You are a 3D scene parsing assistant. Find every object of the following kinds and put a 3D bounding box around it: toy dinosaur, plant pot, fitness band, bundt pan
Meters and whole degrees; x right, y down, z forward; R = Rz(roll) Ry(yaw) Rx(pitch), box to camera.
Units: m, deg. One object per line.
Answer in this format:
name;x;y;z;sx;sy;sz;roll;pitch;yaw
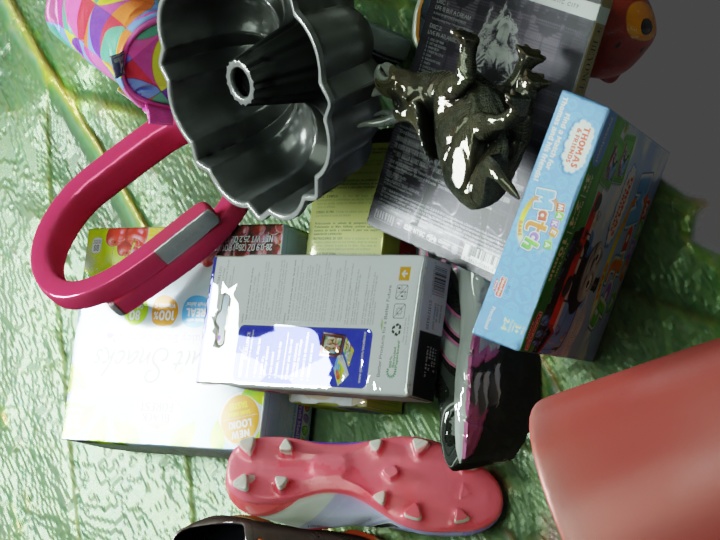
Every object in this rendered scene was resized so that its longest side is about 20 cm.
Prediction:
toy dinosaur;0.077;-0.085;1.251;0.201;0.076;0.103;59;136;47
plant pot;0.222;0.126;1.166;0.176;0.200;0.202;-30;63;17
fitness band;-0.162;-0.046;1.501;0.199;0.037;0.144;-35;41;8
bundt pan;-0.056;-0.142;1.392;0.201;0.075;0.204;30;131;41

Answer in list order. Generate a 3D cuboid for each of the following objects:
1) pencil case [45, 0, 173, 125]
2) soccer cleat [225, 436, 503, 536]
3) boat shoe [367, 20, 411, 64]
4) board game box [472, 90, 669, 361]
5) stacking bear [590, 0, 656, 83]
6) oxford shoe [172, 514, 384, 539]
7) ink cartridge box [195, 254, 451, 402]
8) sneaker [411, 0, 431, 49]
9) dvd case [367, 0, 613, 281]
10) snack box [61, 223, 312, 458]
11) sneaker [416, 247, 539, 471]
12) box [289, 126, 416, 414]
pencil case;-0.182;-0.183;1.553;0.089;0.088;0.200;-61;32;9
soccer cleat;0.003;0.154;1.384;0.198;0.077;0.067;4;65;10
boat shoe;-0.046;-0.156;1.495;0.199;0.070;0.092;21;94;44
board game box;0.136;-0.022;1.245;0.036;0.200;0.153;21;93;18
stacking bear;0.166;-0.228;1.329;0.113;0.121;0.202;10;93;40
oxford shoe;-0.048;0.214;1.408;0.198;0.072;0.072;3;82;37
ink cartridge box;-0.029;0.038;1.376;0.198;0.037;0.096;1;79;39
sneaker;0.089;-0.147;1.385;0.079;0.078;0.202;-27;61;28
dvd case;0.083;-0.104;1.320;0.148;0.016;0.202;26;104;44
snack box;-0.125;0.054;1.504;0.198;0.067;0.171;0;79;37
sneaker;0.069;0.044;1.367;0.086;0.080;0.202;-16;60;39
box;0.000;0.000;1.434;0.075;0.050;0.202;-1;79;36
